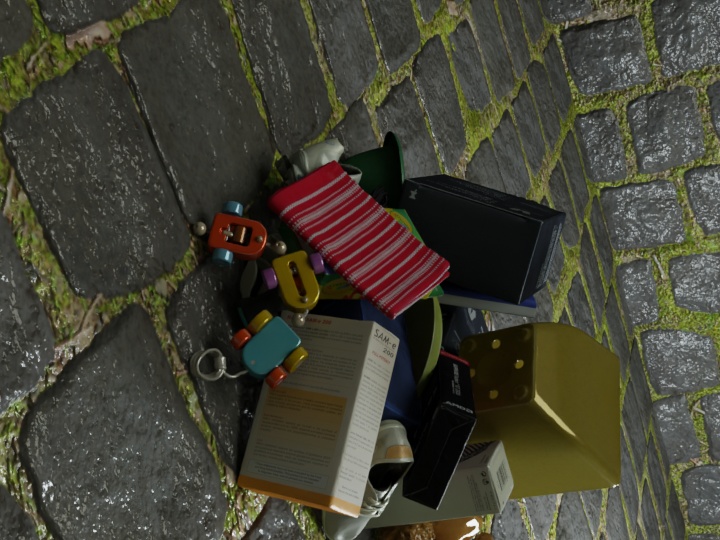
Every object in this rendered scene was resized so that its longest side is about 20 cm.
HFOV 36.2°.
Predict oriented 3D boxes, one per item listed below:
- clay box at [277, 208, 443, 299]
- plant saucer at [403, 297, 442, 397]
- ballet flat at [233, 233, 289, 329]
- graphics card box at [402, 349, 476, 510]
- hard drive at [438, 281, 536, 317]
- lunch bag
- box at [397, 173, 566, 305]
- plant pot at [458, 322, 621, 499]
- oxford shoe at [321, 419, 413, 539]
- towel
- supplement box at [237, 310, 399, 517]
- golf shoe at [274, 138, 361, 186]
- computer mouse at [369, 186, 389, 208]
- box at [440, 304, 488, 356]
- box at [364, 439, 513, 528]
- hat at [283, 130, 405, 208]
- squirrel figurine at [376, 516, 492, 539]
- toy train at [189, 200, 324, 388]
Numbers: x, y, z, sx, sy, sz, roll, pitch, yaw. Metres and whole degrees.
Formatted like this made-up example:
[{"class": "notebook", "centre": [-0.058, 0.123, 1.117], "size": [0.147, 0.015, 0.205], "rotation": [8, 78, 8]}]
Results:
[{"class": "clay box", "centre": [0.011, -0.022, 1.308], "size": [0.197, 0.048, 0.116], "rotation": [0, 47, -36]}, {"class": "plant saucer", "centre": [0.053, 0.100, 1.443], "size": [0.031, 0.200, 0.203], "rotation": [17, 58, -25]}, {"class": "ballet flat", "centre": [-0.097, -0.001, 1.298], "size": [0.069, 0.067, 0.201], "rotation": [53, 32, -22]}, {"class": "graphics card box", "centre": [0.095, 0.190, 1.354], "size": [0.200, 0.050, 0.127], "rotation": [-76, -172, -76]}, {"class": "hard drive", "centre": [0.144, 0.020, 1.573], "size": [0.132, 0.196, 0.026], "rotation": [-97, -163, -71]}, {"class": "lunch bag", "centre": [-0.017, 0.124, 1.335], "size": [0.136, 0.131, 0.203], "rotation": [39, 36, -51]}, {"class": "box", "centre": [0.162, -0.048, 1.514], "size": [0.200, 0.194, 0.120], "rotation": [-16, 123, -69]}, {"class": "plant pot", "centre": [0.226, 0.175, 1.490], "size": [0.200, 0.193, 0.197], "rotation": [42, 45, -44]}, {"class": "oxford shoe", "centre": [0.007, 0.262, 1.299], "size": [0.074, 0.202, 0.058], "rotation": [2, 40, -31]}, {"class": "towel", "centre": [0.000, -0.040, 1.262], "size": [0.200, 0.023, 0.144], "rotation": [42, 38, 12]}, {"class": "supplement box", "centre": [-0.044, 0.154, 1.208], "size": [0.073, 0.124, 0.203], "rotation": [36, 65, -56]}, {"class": "golf shoe", "centre": [-0.031, -0.085, 1.409], "size": [0.079, 0.096, 0.201], "rotation": [55, -7, 38]}, {"class": "computer mouse", "centre": [0.000, 0.000, 1.437], "size": [0.140, 0.045, 0.203], "rotation": [-34, 140, -62]}, {"class": "box", "centre": [0.123, 0.148, 1.647], "size": [0.199, 0.116, 0.201], "rotation": [68, 27, -24]}, {"class": "box", "centre": [0.093, 0.279, 1.434], "size": [0.082, 0.197, 0.070], "rotation": [-40, 115, -64]}, {"class": "hat", "centre": [-0.033, -0.114, 1.555], "size": [0.202, 0.173, 0.168], "rotation": [97, -14, -50]}, {"class": "squirrel figurine", "centre": [0.101, 0.412, 1.519], "size": [0.199, 0.140, 0.191], "rotation": [-8, 97, -53]}, {"class": "toy train", "centre": [-0.118, 0.032, 1.197], "size": [0.056, 0.147, 0.204], "rotation": [109, -12, -70]}]
